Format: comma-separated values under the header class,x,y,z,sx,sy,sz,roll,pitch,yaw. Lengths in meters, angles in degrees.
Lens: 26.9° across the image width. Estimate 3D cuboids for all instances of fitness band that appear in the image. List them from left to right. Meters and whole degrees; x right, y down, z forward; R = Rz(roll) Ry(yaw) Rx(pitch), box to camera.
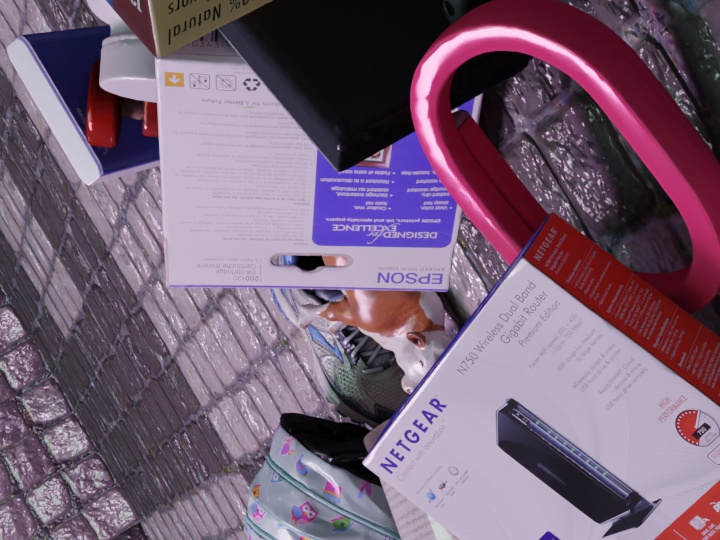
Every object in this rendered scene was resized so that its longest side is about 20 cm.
class,x,y,z,sx,sy,sz,roll,pitch,yaw
fitness band,0.113,-0.054,0.787,0.200,0.038,0.143,49,143,-14

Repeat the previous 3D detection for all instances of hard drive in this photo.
class,x,y,z,sx,sy,sz,roll,pitch,yaw
hard drive,-0.207,-0.151,1.306,0.025,0.200,0.133,-32,88,27
hard drive,-0.014,-0.162,0.869,0.200,0.139,0.033,50,157,23

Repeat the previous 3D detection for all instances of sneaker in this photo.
class,x,y,z,sx,sy,sz,roll,pitch,yaw
sneaker,-0.012,0.045,1.246,0.200,0.077,0.086,50,153,24

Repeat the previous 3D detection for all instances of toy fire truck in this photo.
class,x,y,z,sx,sy,sz,roll,pitch,yaw
toy fire truck,-0.149,-0.188,1.184,0.200,0.111,0.170,-97,15,-66

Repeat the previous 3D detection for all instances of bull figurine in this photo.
class,x,y,z,sx,sy,sz,roll,pitch,yaw
bull figurine,0.000,0.000,1.141,0.120,0.065,0.202,-14,100,35

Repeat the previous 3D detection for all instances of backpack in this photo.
class,x,y,z,sx,sy,sz,roll,pitch,yaw
backpack,0.006,0.195,1.226,0.199,0.128,0.166,22,179,-34

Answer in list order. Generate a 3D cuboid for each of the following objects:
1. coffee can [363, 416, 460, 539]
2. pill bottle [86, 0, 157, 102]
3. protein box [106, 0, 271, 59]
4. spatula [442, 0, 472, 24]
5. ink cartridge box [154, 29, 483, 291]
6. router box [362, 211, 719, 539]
class,x,y,z,sx,sy,sz,roll,pitch,yaw
coffee can,0.102,0.179,0.987,0.146,0.145,0.202,124,129,-68
pill bottle,-0.118,-0.213,0.963,0.111,0.110,0.203,176,100,-67
protein box,-0.069,-0.261,0.783,0.135,0.197,0.201,48,157,29
spatula,0.064,-0.209,0.769,0.057,0.020,0.201,48,143,31
ink cartridge box,-0.030,-0.067,0.947,0.201,0.195,0.044,96,174,-47
router box,0.120,0.095,0.835,0.179,0.049,0.201,36,132,3
